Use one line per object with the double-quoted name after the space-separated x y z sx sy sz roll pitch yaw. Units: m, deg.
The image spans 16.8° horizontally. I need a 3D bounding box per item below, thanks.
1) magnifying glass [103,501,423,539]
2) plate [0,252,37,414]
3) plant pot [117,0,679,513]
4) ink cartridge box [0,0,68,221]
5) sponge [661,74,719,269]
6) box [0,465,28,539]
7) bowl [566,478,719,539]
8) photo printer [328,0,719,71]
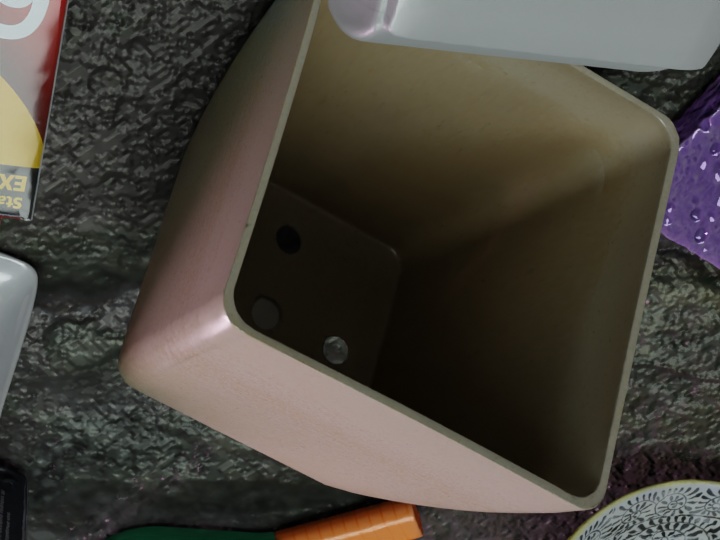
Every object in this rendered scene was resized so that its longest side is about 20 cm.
-0.064 0.162 1.350 0.199 0.022 0.080 -17 126 6 "magnifying glass"
-0.274 0.063 1.179 0.199 0.201 0.032 18 162 -18 "plate"
0.000 0.000 1.120 0.199 0.201 0.177 28 150 -24 "plant pot"
-0.238 -0.086 1.075 0.199 0.084 0.176 6 109 -16 "ink cartridge box"
0.238 -0.030 1.232 0.199 0.030 0.112 29 118 -23 "sponge"
-0.293 0.155 1.271 0.199 0.105 0.148 22 122 -20 "box"
0.169 0.219 1.348 0.200 0.202 0.094 12 168 -14 "bowl"
0.094 -0.170 1.045 0.199 0.069 0.167 4 108 -32 "photo printer"
